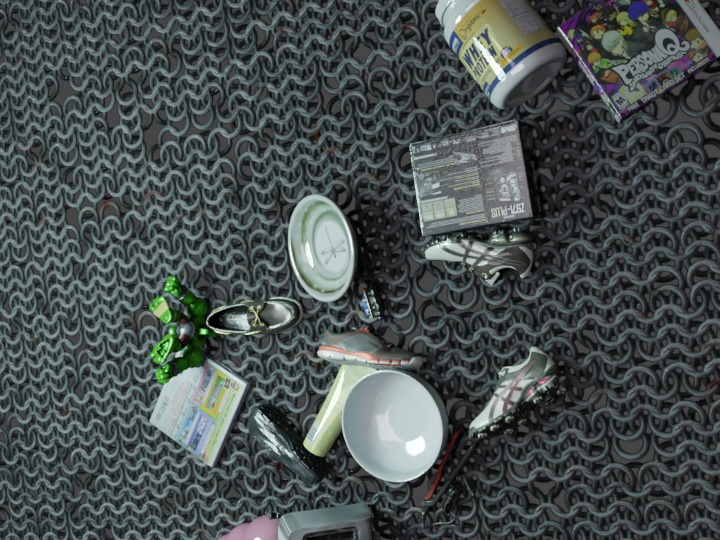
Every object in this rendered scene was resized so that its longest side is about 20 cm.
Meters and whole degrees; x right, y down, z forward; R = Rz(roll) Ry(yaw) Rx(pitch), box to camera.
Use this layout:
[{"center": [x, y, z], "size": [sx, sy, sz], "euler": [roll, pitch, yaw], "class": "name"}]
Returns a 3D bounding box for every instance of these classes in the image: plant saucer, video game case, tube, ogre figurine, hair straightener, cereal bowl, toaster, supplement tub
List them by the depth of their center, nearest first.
[{"center": [0.439, -0.358, 1.361], "size": [0.200, 0.036, 0.182], "euler": [-32, 80, 5], "class": "video game case"}, {"center": [0.228, -0.383, 1.438], "size": [0.144, 0.144, 0.200], "euler": [-39, 76, 22], "class": "supplement tub"}, {"center": [0.164, 0.385, 1.560], "size": [0.077, 0.041, 0.200], "euler": [31, 105, 22], "class": "hair straightener"}, {"center": [0.071, 0.273, 1.578], "size": [0.200, 0.083, 0.201], "euler": [2, 94, 26], "class": "cereal bowl"}, {"center": [-0.063, 0.528, 1.591], "size": [0.199, 0.119, 0.181], "euler": [-4, 89, -13], "class": "toaster"}, {"center": [-0.059, -0.044, 1.625], "size": [0.200, 0.050, 0.201], "euler": [16, 111, 47], "class": "plant saucer"}, {"center": [-0.039, 0.257, 1.655], "size": [0.058, 0.052, 0.200], "euler": [25, 100, -20], "class": "tube"}, {"center": [-0.355, 0.123, 1.746], "size": [0.098, 0.120, 0.201], "euler": [-22, 70, 26], "class": "ogre figurine"}, {"center": [-0.335, 0.275, 1.812], "size": [0.182, 0.022, 0.200], "euler": [29, 104, 22], "class": "video game case"}]

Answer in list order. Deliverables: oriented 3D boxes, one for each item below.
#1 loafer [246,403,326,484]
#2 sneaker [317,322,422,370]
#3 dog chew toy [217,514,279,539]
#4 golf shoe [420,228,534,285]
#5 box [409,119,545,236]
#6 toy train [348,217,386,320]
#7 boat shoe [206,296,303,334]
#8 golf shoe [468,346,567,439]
[{"center": [-0.146, 0.345, 1.700], "size": [0.200, 0.068, 0.070], "euler": [41, 117, 24], "class": "loafer"}, {"center": [0.020, 0.135, 1.605], "size": [0.199, 0.077, 0.082], "euler": [7, 74, 15], "class": "sneaker"}, {"center": [-0.211, 0.549, 1.713], "size": [0.200, 0.124, 0.125], "euler": [-21, 83, 33], "class": "dog chew toy"}, {"center": [0.199, -0.019, 1.506], "size": [0.200, 0.078, 0.095], "euler": [-4, 91, 27], "class": "golf shoe"}, {"center": [0.199, -0.154, 1.494], "size": [0.200, 0.086, 0.164], "euler": [-10, 88, 26], "class": "box"}, {"center": [0.000, 0.000, 1.627], "size": [0.046, 0.034, 0.200], "euler": [-25, 80, 38], "class": "toy train"}, {"center": [-0.210, 0.094, 1.720], "size": [0.201, 0.061, 0.072], "euler": [-9, 88, 26], "class": "boat shoe"}, {"center": [0.259, 0.217, 1.500], "size": [0.200, 0.077, 0.088], "euler": [-40, 55, 20], "class": "golf shoe"}]
